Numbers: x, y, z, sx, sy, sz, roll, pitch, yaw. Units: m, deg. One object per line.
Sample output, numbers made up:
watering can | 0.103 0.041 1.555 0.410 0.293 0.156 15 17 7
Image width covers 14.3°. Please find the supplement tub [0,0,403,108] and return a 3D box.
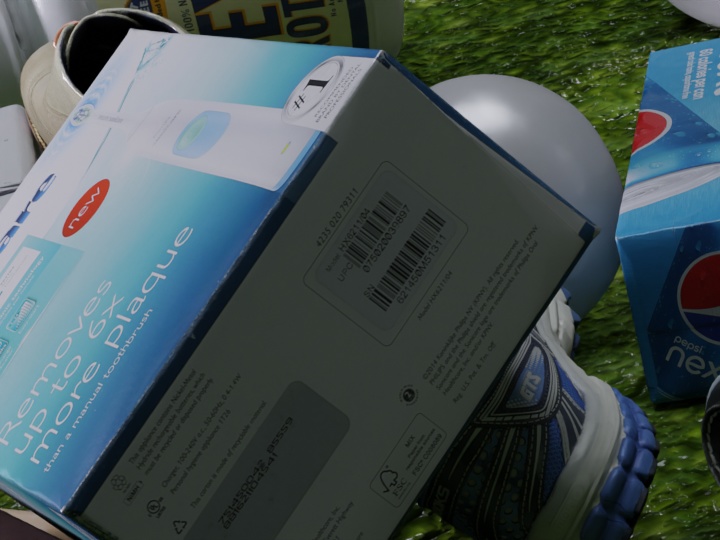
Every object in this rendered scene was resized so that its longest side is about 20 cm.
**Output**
supplement tub | -0.094 -0.136 1.357 0.200 0.145 0.145 -19 20 -11

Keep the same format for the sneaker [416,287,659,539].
sneaker | 0.022 0.028 0.885 0.085 0.077 0.200 26 6 -21

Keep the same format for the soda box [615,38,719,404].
soda box | 0.135 -0.025 1.019 0.068 0.064 0.200 -10 20 13

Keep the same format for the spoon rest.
spoon rest | 0.000 0.000 1.025 0.200 0.099 0.061 -24 1 13

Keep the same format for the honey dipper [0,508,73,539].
honey dipper | -0.104 0.087 0.937 0.200 0.038 0.038 3 26 31

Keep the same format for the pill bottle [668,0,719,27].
pill bottle | 0.222 -0.201 1.349 0.119 0.120 0.200 6 27 44

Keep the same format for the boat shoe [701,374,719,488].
boat shoe | 0.132 0.071 0.747 0.071 0.072 0.200 -16 21 -18

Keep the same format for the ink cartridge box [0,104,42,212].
ink cartridge box | -0.183 0.016 1.101 0.145 0.084 0.200 -15 20 -3

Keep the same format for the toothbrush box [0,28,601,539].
toothbrush box | -0.044 0.014 0.819 0.147 0.085 0.200 -55 22 -8

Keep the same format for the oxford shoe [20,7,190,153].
oxford shoe | -0.087 -0.073 1.079 0.071 0.074 0.200 -40 27 -15

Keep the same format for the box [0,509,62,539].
box | -0.152 0.112 0.839 0.100 0.075 0.200 -26 25 -28
